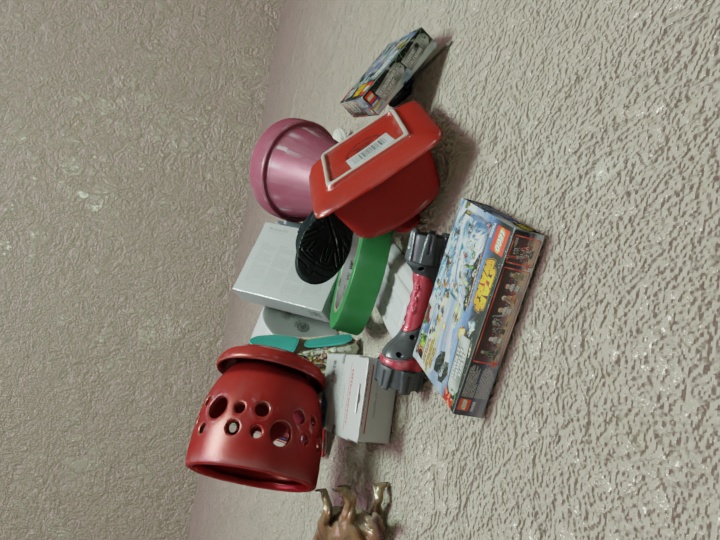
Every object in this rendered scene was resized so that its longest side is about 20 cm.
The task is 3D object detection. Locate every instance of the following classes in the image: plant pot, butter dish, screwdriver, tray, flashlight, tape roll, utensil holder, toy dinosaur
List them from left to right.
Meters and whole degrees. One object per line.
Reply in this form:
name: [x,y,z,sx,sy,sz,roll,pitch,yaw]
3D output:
plant pot: [-0.146,0.225,0.947,0.200,0.197,0.186,134,152,-58]
utensil holder: [-0.146,0.182,1.221,0.171,0.167,0.203,-107,36,-55]
plant pot: [-0.089,-0.184,1.215,0.177,0.197,0.205,22,102,44]
toy dinosaur: [-0.013,0.365,0.849,0.199,0.084,0.139,-27,63,48]
tape roll: [0.000,0.000,1.003,0.200,0.047,0.205,-164,89,-83]
butter dish: [0.038,-0.119,0.886,0.198,0.149,0.201,-31,27,9]
tray: [0.052,0.043,0.921,0.201,0.022,0.110,-119,42,-63]
flashlight: [0.066,0.051,0.791,0.068,0.066,0.205,-23,-56,-71]
screwdriver: [0.092,-0.321,1.008,0.030,0.027,0.200,68,153,8]

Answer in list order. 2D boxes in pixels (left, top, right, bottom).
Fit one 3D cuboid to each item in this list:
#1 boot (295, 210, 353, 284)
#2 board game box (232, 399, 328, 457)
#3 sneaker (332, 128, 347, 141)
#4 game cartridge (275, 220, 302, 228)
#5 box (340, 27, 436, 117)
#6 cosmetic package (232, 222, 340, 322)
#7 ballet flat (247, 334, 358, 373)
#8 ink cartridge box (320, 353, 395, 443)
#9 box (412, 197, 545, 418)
boot: [-0.066,-0.044,1.027,0.168,0.075,0.203,-47,21,61]
board game box: [-0.148,0.263,1.142,0.019,0.196,0.105,-30,-51,-61]
sneaker: [-0.076,-0.215,1.370,0.075,0.079,0.205,-144,68,-72]
game cartridge: [-0.108,-0.007,1.255,0.041,0.130,0.203,120,151,-49]
box: [0.039,-0.315,1.014,0.138,0.040,0.200,-50,17,2]
cosmetic package: [-0.119,-0.001,1.156,0.153,0.196,0.052,-67,-27,-21]
ballet flat: [-0.099,0.148,1.071,0.076,0.195,0.065,-62,-31,-68]
ink cartridge box: [0.000,0.187,0.921,0.199,0.065,0.119,163,117,-70]
box: [0.122,0.035,0.683,0.137,0.039,0.204,-125,48,-67]
